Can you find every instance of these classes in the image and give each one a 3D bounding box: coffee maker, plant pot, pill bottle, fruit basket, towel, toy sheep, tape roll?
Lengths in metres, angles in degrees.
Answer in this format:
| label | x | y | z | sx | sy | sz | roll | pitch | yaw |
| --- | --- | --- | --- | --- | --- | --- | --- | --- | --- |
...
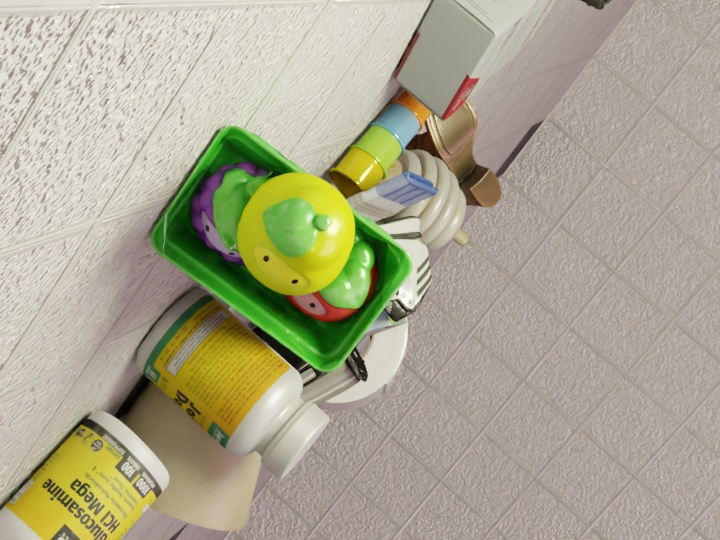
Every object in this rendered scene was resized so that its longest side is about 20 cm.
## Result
| label | x | y | z | sx | sy | sz | roll | pitch | yaw |
| --- | --- | --- | --- | --- | --- | --- | --- | --- | --- |
| coffee maker | -0.116 | 0.106 | 1.645 | 0.198 | 0.194 | 0.135 | -30 | 157 | 4 |
| plant pot | -0.180 | 0.167 | 1.506 | 0.187 | 0.185 | 0.203 | 14 | 100 | -82 |
| pill bottle | -0.301 | 0.253 | 1.344 | 0.200 | 0.112 | 0.113 | -48 | 173 | -21 |
| fruit basket | -0.062 | -0.019 | 1.083 | 0.156 | 0.215 | 0.215 | -52 | 173 | 18 |
| towel | -0.015 | -0.065 | 1.499 | 0.198 | 0.024 | 0.147 | -24 | 172 | 15 |
| pill bottle | -0.132 | 0.123 | 1.381 | 0.113 | 0.199 | 0.113 | -48 | 173 | -8 |
| toy sheep | 0.073 | -0.091 | 1.702 | 0.137 | 0.199 | 0.139 | -36 | -141 | 36 |
| tape roll | -0.032 | 0.095 | 1.871 | 0.203 | 0.202 | 0.139 | -49 | 173 | -9 |

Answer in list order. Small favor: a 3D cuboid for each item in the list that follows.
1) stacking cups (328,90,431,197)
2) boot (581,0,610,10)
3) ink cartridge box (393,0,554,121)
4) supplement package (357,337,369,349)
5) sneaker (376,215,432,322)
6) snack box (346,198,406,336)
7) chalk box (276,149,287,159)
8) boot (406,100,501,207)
| label | x | y | z | sx | sy | sz | roll | pitch | yaw |
| --- | --- | --- | --- | --- | --- | --- | --- | --- | --- |
| stacking cups | 0.044 | -0.174 | 1.570 | 0.201 | 0.060 | 0.061 | -51 | 174 | -15 |
| boot | 0.256 | -0.360 | 1.607 | 0.078 | 0.138 | 0.200 | -50 | 174 | 8 |
| ink cartridge box | 0.143 | -0.287 | 1.496 | 0.200 | 0.083 | 0.146 | -45 | 171 | -41 |
| supplement package | -0.024 | 0.054 | 2.052 | 0.117 | 0.117 | 0.200 | -48 | 172 | -7 |
| sneaker | 0.014 | 0.007 | 1.546 | 0.199 | 0.117 | 0.075 | -14 | 169 | -39 |
| snack box | 0.000 | 0.000 | 1.706 | 0.067 | 0.171 | 0.200 | -17 | 176 | 8 |
| chalk box | -0.080 | -0.023 | 1.284 | 0.124 | 0.124 | 0.200 | -49 | 172 | -10 |
| boot | 0.106 | -0.178 | 1.777 | 0.077 | 0.201 | 0.155 | -43 | -151 | -13 |
